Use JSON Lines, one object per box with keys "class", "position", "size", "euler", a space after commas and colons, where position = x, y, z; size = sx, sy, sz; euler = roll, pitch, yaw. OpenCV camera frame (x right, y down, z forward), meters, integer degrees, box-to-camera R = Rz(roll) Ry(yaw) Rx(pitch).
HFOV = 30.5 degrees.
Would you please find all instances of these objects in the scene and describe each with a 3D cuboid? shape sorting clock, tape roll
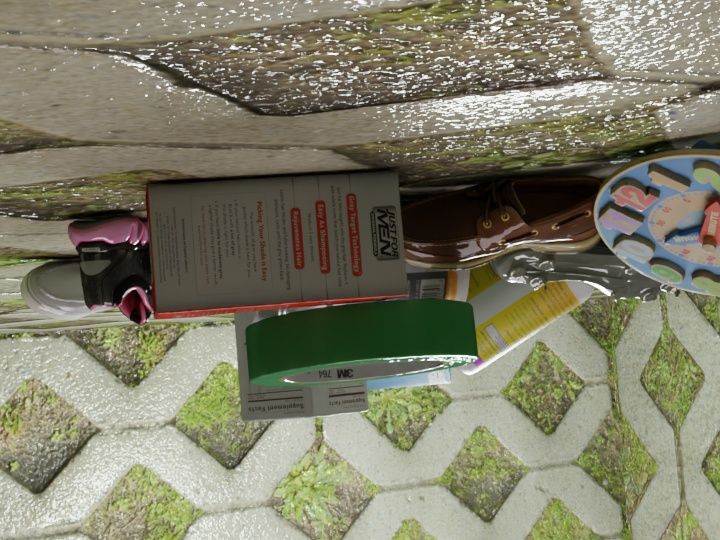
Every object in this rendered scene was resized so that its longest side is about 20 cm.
{"class": "shape sorting clock", "position": [0.289, -0.033, 1.082], "size": [0.198, 0.040, 0.201], "euler": [17, 150, 10]}
{"class": "tape roll", "position": [0.001, 0.064, 1.136], "size": [0.198, 0.049, 0.201], "euler": [-5, 170, -1]}

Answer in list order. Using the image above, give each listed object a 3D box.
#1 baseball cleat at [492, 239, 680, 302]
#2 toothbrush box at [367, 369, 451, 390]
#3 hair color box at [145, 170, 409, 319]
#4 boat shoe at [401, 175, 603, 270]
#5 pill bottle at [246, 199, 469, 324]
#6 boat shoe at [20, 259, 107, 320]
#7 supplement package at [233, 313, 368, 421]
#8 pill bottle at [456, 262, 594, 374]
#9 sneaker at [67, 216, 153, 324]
{"class": "baseball cleat", "position": [0.209, -0.029, 1.223], "size": [0.198, 0.107, 0.070], "euler": [8, 141, -24]}
{"class": "toothbrush box", "position": [0.043, 0.072, 1.823], "size": [0.144, 0.086, 0.201], "euler": [-6, 140, 9]}
{"class": "hair color box", "position": [-0.067, -0.020, 1.041], "size": [0.197, 0.103, 0.061], "euler": [-4, 174, -10]}
{"class": "boat shoe", "position": [0.118, -0.051, 1.138], "size": [0.197, 0.073, 0.068], "euler": [-6, 148, -7]}
{"class": "pill bottle", "position": [-0.007, -0.004, 1.220], "size": [0.197, 0.118, 0.116], "euler": [-3, 175, -13]}
{"class": "boat shoe", "position": [-0.284, 0.014, 1.502], "size": [0.198, 0.073, 0.068], "euler": [6, 148, -36]}
{"class": "supplement package", "position": [-0.071, 0.069, 1.527], "size": [0.113, 0.203, 0.109], "euler": [-7, 175, 36]}
{"class": "pill bottle", "position": [0.160, 0.010, 1.312], "size": [0.199, 0.105, 0.104], "euler": [-33, 171, 9]}
{"class": "sneaker", "position": [-0.203, 0.002, 1.228], "size": [0.078, 0.097, 0.200], "euler": [-8, 176, 21]}
